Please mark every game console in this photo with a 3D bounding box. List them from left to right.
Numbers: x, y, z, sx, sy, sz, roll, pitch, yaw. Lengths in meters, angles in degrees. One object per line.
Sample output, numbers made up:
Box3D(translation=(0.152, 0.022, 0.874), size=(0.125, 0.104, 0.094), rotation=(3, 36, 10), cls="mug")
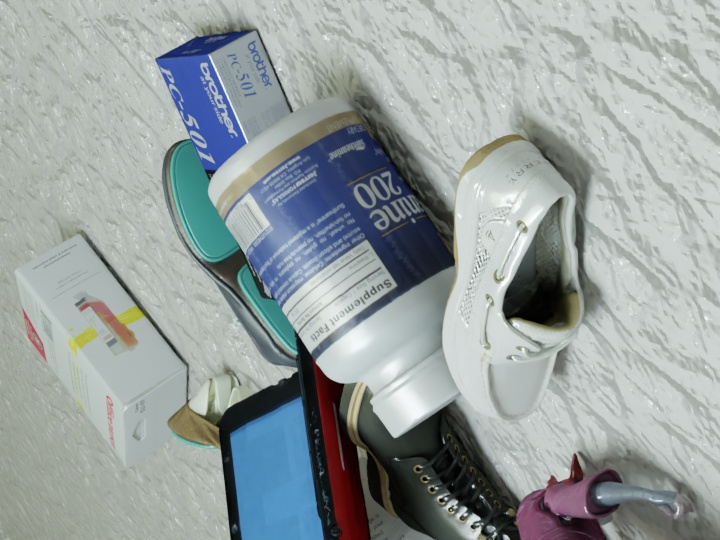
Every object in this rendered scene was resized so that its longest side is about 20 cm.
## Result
Box3D(translation=(-0.060, 0.154, 1.191), size=(0.172, 0.118, 0.201), rotation=(66, -168, -62), cls="game console")

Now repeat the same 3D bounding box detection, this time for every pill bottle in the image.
Box3D(translation=(0.000, 0.000, 1.041), size=(0.200, 0.111, 0.111), rotation=(56, 157, 7), cls="pill bottle")

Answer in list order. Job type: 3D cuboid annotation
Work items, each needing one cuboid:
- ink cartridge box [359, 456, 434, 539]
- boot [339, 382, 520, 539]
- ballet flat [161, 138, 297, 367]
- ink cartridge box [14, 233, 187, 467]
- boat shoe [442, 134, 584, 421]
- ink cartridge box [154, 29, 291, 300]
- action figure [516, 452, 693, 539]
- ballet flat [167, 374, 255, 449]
Box3D(translation=(0.010, 0.262, 1.292), size=(0.200, 0.145, 0.084), rotation=(39, 151, 40), cls="ink cartridge box")
Box3D(translation=(0.065, 0.140, 1.145), size=(0.138, 0.077, 0.200), rotation=(38, 162, 32), cls="boot")
Box3D(translation=(-0.097, -0.008, 1.285), size=(0.200, 0.073, 0.073), rotation=(56, 157, 1), cls="ballet flat")
Box3D(translation=(-0.268, 0.085, 1.715), size=(0.200, 0.083, 0.145), rotation=(49, 155, 22), cls="ink cartridge box")
Box3D(translation=(0.092, 0.021, 0.932), size=(0.069, 0.071, 0.201), rotation=(41, 150, 39), cls="boat shoe")
Box3D(translation=(-0.073, -0.072, 1.186), size=(0.094, 0.044, 0.201), rotation=(9, 126, 59), cls="ink cartridge box")
Box3D(translation=(0.122, 0.190, 0.979), size=(0.200, 0.148, 0.134), rotation=(-98, 5, -56), cls="action figure")
Box3D(translation=(-0.116, 0.138, 1.513), size=(0.200, 0.068, 0.073), rotation=(21, 117, 55), cls="ballet flat")
